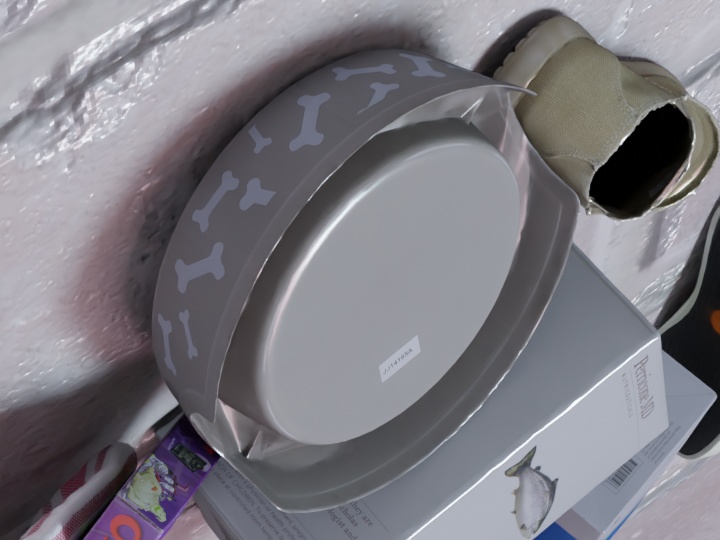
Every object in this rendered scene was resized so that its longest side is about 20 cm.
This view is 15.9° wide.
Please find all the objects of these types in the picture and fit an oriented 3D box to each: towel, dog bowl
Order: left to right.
[{"bbox_3d":[-0.172,0.161,1.064,0.200,0.030,0.146,-52,-179,15],"label":"towel"},{"bbox_3d":[0.000,0.000,1.041,0.200,0.059,0.200,-31,141,-29],"label":"dog bowl"}]

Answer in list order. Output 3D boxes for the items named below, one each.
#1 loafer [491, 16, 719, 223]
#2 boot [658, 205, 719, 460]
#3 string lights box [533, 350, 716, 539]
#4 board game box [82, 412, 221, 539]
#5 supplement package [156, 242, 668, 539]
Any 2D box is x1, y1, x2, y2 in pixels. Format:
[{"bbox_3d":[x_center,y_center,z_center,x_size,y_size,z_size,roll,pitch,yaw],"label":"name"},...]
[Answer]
[{"bbox_3d":[0.118,-0.054,1.157,0.076,0.068,0.200,-48,155,13],"label":"loafer"},{"bbox_3d":[0.244,0.016,1.463,0.144,0.072,0.200,-24,147,-37],"label":"boot"},{"bbox_3d":[0.116,0.120,1.385,0.103,0.059,0.200,-47,171,-24],"label":"string lights box"},{"bbox_3d":[-0.126,0.146,1.078,0.200,0.032,0.120,-52,176,24],"label":"board game box"},{"bbox_3d":[0.028,0.073,1.173,0.200,0.117,0.117,-38,155,-9],"label":"supplement package"}]
